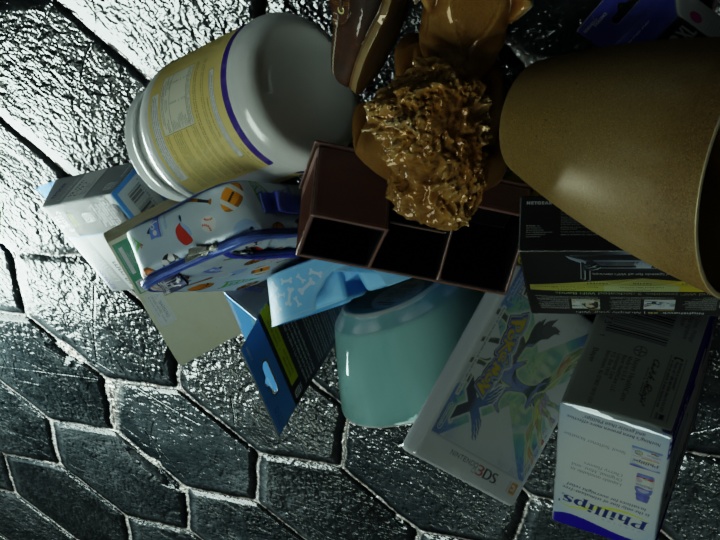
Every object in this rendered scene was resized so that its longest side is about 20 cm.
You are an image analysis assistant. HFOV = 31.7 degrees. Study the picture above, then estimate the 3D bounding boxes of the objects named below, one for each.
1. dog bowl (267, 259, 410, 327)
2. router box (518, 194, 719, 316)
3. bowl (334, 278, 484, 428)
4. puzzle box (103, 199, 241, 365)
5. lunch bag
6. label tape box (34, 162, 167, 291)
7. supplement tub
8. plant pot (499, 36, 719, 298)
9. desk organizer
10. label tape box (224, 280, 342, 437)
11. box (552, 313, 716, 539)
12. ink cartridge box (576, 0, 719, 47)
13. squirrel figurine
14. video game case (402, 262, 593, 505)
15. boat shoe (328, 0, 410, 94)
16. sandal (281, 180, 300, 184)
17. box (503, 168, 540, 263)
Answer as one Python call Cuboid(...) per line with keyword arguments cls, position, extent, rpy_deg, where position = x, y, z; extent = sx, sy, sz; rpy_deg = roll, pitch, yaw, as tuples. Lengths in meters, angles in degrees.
Cuboid(cls="dog bowl", position=(0.000, 0.000, 1.211), extent=(0.200, 0.111, 0.050), rpy_deg=(-19, 88, 18))
Cuboid(cls="router box", position=(0.238, -0.010, 1.072), extent=(0.200, 0.052, 0.157), rpy_deg=(1, 159, 11))
Cuboid(cls="bowl", position=(0.053, 0.060, 1.284), extent=(0.201, 0.201, 0.105), rpy_deg=(-8, 113, 42))
Cuboid(cls="puzzle box", position=(-0.191, 0.005, 1.450), extent=(0.025, 0.133, 0.200), rpy_deg=(55, 171, 52))
Cuboid(cls="lunch bag", position=(-0.110, -0.032, 1.188), extent=(0.160, 0.200, 0.076), rpy_deg=(-21, 82, 30))
Cuboid(cls="label tape box", position=(-0.301, -0.046, 1.515), extent=(0.200, 0.066, 0.143), rpy_deg=(-8, 129, 40))
Cuboid(cls="supplement tub", position=(-0.115, -0.145, 1.190), extent=(0.200, 0.146, 0.145), rpy_deg=(-14, 124, 45))
Cuboid(cls="plant pot", position=(0.209, -0.095, 0.943), extent=(0.200, 0.186, 0.187), rpy_deg=(20, 145, 38))
Cuboid(cls="desk organizer", position=(0.047, -0.044, 1.107), extent=(0.200, 0.077, 0.072), rpy_deg=(11, 147, -10))
Cuboid(cls="label tape box", position=(-0.084, 0.052, 1.352), extent=(0.063, 0.200, 0.144), rpy_deg=(10, 139, 28))
Cuboid(cls="box", position=(0.260, 0.129, 1.201), extent=(0.105, 0.184, 0.200), rpy_deg=(16, 142, 19))
Cuboid(cls="ink cartridge box", position=(0.269, -0.150, 0.994), extent=(0.200, 0.037, 0.095), rpy_deg=(37, 144, -3))
Cuboid(cls="squirrel figurine", position=(0.073, -0.142, 1.010), extent=(0.141, 0.200, 0.187), rpy_deg=(15, 129, -3))
Cuboid(cls="video game case", position=(0.142, 0.112, 1.214), extent=(0.022, 0.200, 0.182), rpy_deg=(24, 173, 44))
Cuboid(cls="boat shoe", position=(0.007, -0.237, 1.060), extent=(0.070, 0.070, 0.200), rpy_deg=(31, 138, 8))
Cuboid(cls="sandal", position=(-0.102, -0.074, 1.332), extent=(0.200, 0.082, 0.055), rpy_deg=(21, 150, 3))
Cuboid(cls="box", position=(0.175, -0.058, 1.161), extent=(0.117, 0.048, 0.200), rpy_deg=(41, 142, -12))
